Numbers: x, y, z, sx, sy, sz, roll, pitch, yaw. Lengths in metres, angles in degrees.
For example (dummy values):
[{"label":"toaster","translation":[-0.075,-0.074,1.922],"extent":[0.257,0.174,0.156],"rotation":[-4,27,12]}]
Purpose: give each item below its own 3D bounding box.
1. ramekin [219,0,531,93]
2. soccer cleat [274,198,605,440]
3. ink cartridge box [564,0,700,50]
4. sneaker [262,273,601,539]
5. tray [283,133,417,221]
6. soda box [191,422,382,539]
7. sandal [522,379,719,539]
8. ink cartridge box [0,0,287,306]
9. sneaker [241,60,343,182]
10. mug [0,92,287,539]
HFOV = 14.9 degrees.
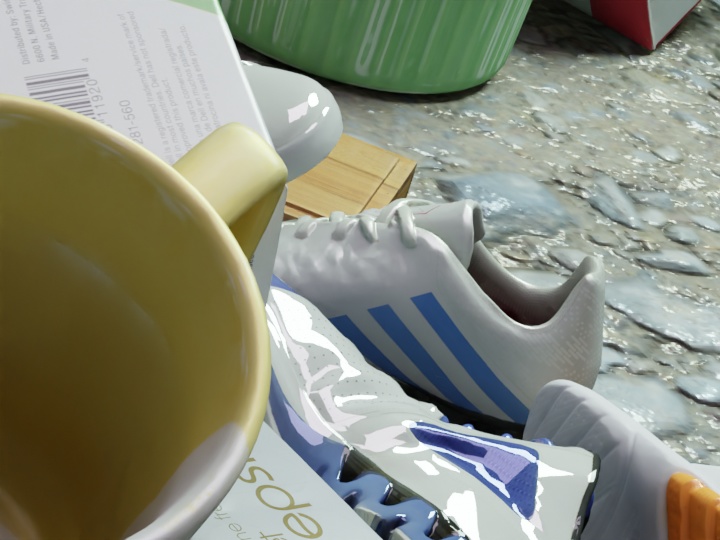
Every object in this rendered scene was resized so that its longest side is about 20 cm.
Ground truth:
[{"label":"ramekin","translation":[0.001,-0.170,1.384],"extent":[0.199,0.098,0.200],"rotation":[14,26,-7]},{"label":"soccer cleat","translation":[0.000,0.000,1.063],"extent":[0.199,0.087,0.070],"rotation":[17,26,-3]},{"label":"ink cartridge box","translation":[0.123,-0.252,1.512],"extent":[0.200,0.145,0.145],"rotation":[33,67,28]},{"label":"sneaker","translation":[0.013,0.076,0.947],"extent":[0.115,0.081,0.200],"rotation":[-1,38,-41]},{"label":"tray","translation":[-0.083,-0.053,1.172],"extent":[0.199,0.037,0.099],"rotation":[21,26,7]},{"label":"soda box","translation":[-0.021,0.117,0.847],"extent":[0.068,0.064,0.200],"rotation":[-6,34,-39]},{"label":"sandal","translation":[0.125,0.099,0.961],"extent":[0.059,0.080,0.207],"rotation":[0,29,-27]},{"label":"ink cartridge box","translation":[-0.141,-0.044,0.897],"extent":[0.199,0.085,0.147],"rotation":[-11,57,-16]},{"label":"sneaker","translation":[-0.108,-0.072,1.070],"extent":[0.199,0.085,0.073],"rotation":[1,38,13]},{"label":"mug","translation":[-0.098,0.052,0.780],"extent":[0.186,0.153,0.150],"rotation":[-8,60,-23]}]
